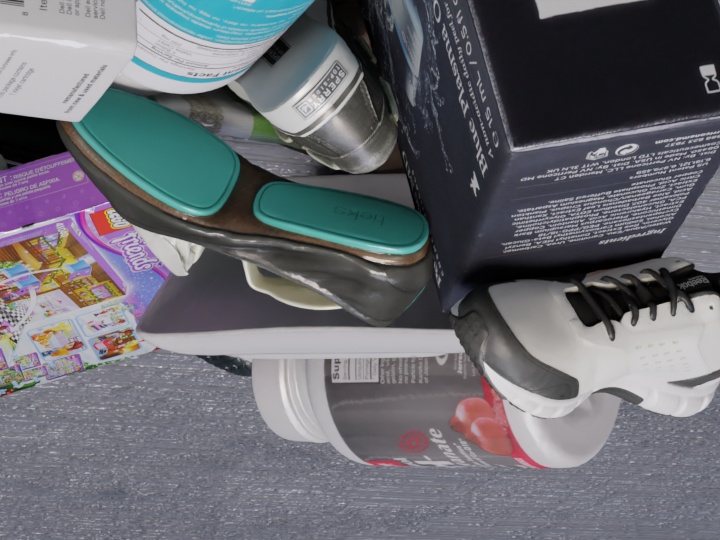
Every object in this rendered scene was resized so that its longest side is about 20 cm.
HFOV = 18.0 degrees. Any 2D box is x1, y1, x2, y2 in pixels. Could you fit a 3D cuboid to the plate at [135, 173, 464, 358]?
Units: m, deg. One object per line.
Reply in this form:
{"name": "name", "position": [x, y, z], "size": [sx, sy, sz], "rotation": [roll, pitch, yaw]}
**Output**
{"name": "plate", "position": [0.000, 0.000, 1.221], "size": [0.199, 0.033, 0.200], "rotation": [-1, -155, 13]}

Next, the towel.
{"name": "towel", "position": [-0.134, -0.093, 1.209], "size": [0.199, 0.031, 0.149], "rotation": [8, -166, -20]}

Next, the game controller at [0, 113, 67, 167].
{"name": "game controller", "position": [-0.193, -0.083, 1.345], "size": [0.199, 0.042, 0.104], "rotation": [16, 166, -41]}

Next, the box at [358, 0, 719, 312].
{"name": "box", "position": [0.082, -0.111, 1.078], "size": [0.117, 0.198, 0.200], "rotation": [-11, 160, -11]}

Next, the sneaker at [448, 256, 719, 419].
{"name": "sneaker", "position": [0.123, 0.022, 1.094], "size": [0.199, 0.074, 0.080], "rotation": [2, 141, -47]}

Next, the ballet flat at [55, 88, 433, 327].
{"name": "ballet flat", "position": [-0.062, -0.022, 1.115], "size": [0.199, 0.068, 0.069], "rotation": [23, 129, 8]}

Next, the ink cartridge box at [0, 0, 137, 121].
{"name": "ink cartridge box", "position": [-0.205, -0.156, 0.990], "size": [0.199, 0.147, 0.084], "rotation": [6, 158, -25]}

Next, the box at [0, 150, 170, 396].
{"name": "box", "position": [-0.167, 0.002, 1.251], "size": [0.136, 0.039, 0.200], "rotation": [-16, 156, -1]}

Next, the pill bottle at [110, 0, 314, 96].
{"name": "pill bottle", "position": [-0.072, -0.155, 1.071], "size": [0.110, 0.112, 0.200], "rotation": [6, 157, -27]}

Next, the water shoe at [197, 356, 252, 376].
{"name": "water shoe", "position": [-0.130, -0.008, 1.505], "size": [0.200, 0.079, 0.071], "rotation": [36, 159, -22]}

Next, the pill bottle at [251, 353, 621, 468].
{"name": "pill bottle", "position": [0.039, 0.056, 1.290], "size": [0.199, 0.112, 0.110], "rotation": [-3, 164, 37]}

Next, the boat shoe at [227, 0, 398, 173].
{"name": "boat shoe", "position": [-0.027, -0.096, 1.150], "size": [0.071, 0.200, 0.064], "rotation": [-43, 112, 7]}

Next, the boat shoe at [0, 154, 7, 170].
{"name": "boat shoe", "position": [-0.291, -0.074, 1.258], "size": [0.199, 0.065, 0.074], "rotation": [26, 133, 1]}

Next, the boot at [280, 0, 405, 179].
{"name": "boot", "position": [0.044, -0.106, 1.293], "size": [0.199, 0.071, 0.146], "rotation": [5, 150, -43]}
